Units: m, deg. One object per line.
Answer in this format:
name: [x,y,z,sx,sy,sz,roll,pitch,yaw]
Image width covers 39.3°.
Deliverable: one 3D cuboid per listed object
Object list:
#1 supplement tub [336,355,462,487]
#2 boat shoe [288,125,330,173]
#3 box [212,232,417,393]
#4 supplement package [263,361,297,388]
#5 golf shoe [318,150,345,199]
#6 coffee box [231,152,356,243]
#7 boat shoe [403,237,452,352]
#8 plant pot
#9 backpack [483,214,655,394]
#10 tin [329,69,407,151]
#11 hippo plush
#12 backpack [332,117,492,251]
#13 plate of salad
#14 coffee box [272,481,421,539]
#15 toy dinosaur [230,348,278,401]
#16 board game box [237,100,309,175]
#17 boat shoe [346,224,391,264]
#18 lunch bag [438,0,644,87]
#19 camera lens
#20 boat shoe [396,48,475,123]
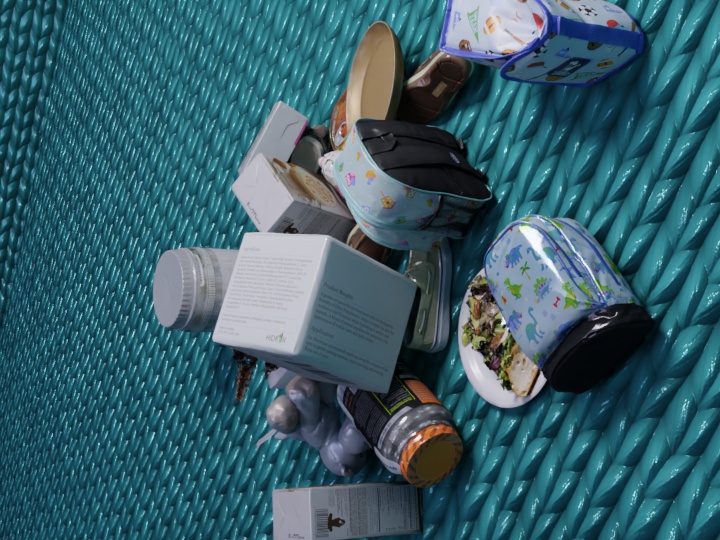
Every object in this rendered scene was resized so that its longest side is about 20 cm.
supplement tub: [0.058,0.217,1.482,0.200,0.121,0.124,47,125,48]
boat shoe: [-0.105,-0.183,1.818,0.060,0.071,0.200,-58,0,-39]
box: [-0.065,0.059,1.450,0.199,0.198,0.173,5,74,46]
supplement package: [-0.105,0.088,1.739,0.120,0.120,0.202,-48,49,42]
golf shoe: [-0.026,-0.150,1.585,0.200,0.091,0.073,-69,-7,-83]
coffee box: [-0.092,-0.101,1.603,0.080,0.199,0.115,-47,58,20]
boat shoe: [0.095,0.020,1.497,0.072,0.061,0.203,-18,72,54]
plant pot: [0.024,-0.283,1.567,0.200,0.027,0.203,-175,90,-69]
backpack: [0.240,0.024,1.228,0.164,0.152,0.202,-53,35,44]
tin: [0.013,-0.267,1.667,0.200,0.041,0.113,-48,46,42]
hippo plush: [-0.058,0.258,1.606,0.161,0.159,0.201,41,104,16]
backpack: [0.058,-0.124,1.429,0.154,0.198,0.177,-50,48,30]
plate of salad: [0.189,0.084,1.365,0.199,0.048,0.203,-6,83,56]
coffee box: [-0.020,0.362,1.517,0.114,0.198,0.081,-18,71,53]
toy dinosaur: [-0.166,0.116,1.661,0.136,0.101,0.203,-135,40,-74]
board game box: [-0.156,-0.219,1.787,0.149,0.064,0.200,-60,12,4]
boat shoe: [0.006,0.001,1.604,0.203,0.074,0.075,113,161,-44]
lunch bag: [0.221,-0.293,1.238,0.199,0.168,0.125,26,112,53]
camera lens: [-0.278,0.039,1.932,0.159,0.198,0.162,-8,81,55]
boat shoe: [0.118,-0.285,1.500,0.202,0.074,0.075,-27,30,60]
